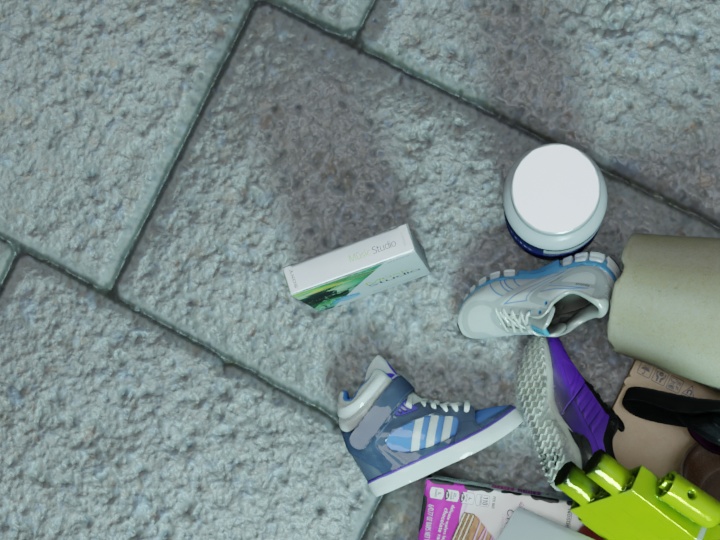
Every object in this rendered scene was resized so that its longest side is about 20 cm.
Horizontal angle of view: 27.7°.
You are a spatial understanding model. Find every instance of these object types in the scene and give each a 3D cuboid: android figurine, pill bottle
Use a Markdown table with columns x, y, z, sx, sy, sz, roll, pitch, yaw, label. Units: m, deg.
| x | y | z | sx | sy | sz | roll | pitch | yaw | label |
| --- | --- | --- | --- | --- | --- | --- | --- | --- | --- |
| 0.299 | 0.257 | 1.501 | 0.199 | 0.182 | 0.041 | 35 | 61 | -7 | android figurine |
| 0.213 | -0.076 | 1.601 | 0.114 | 0.200 | 0.118 | -1 | 85 | 7 | pill bottle |

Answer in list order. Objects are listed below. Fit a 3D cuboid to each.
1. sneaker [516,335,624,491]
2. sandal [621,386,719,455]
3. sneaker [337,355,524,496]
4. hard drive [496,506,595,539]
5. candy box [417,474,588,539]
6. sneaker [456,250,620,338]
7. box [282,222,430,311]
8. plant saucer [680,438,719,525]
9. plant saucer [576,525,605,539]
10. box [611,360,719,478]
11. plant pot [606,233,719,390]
| x | y | z | sx | sy | sz | roll | pitch | yaw | label |
| --- | --- | --- | --- | --- | --- | --- | --- | --- | --- |
| 0.241 | 0.158 | 1.633 | 0.098 | 0.070 | 0.202 | 5 | 53 | -23 | sneaker |
| 0.374 | 0.171 | 1.574 | 0.199 | 0.075 | 0.048 | 7 | 65 | 39 | sandal |
| 0.070 | 0.153 | 1.659 | 0.198 | 0.081 | 0.148 | -25 | 82 | 4 | sneaker |
| 0.223 | 0.340 | 1.527 | 0.198 | 0.026 | 0.132 | 20 | 54 | 28 | hard drive |
| 0.162 | 0.314 | 1.644 | 0.197 | 0.061 | 0.138 | 7 | 88 | 7 | candy box |
| 0.191 | 0.043 | 1.623 | 0.198 | 0.087 | 0.075 | -21 | 121 | 28 | sneaker |
| 0.000 | 0.000 | 1.620 | 0.143 | 0.200 | 0.037 | -20 | 80 | 5 | box |
| 0.436 | 0.244 | 1.550 | 0.197 | 0.201 | 0.037 | 9 | 120 | 7 | plant saucer |
| 0.250 | 0.408 | 1.585 | 0.199 | 0.037 | 0.201 | -40 | 100 | -13 | plant saucer |
| 0.367 | 0.211 | 1.648 | 0.198 | 0.021 | 0.165 | 27 | 89 | 8 | box |
| 0.371 | 0.042 | 1.590 | 0.181 | 0.200 | 0.203 | 11 | 87 | 18 | plant pot |
